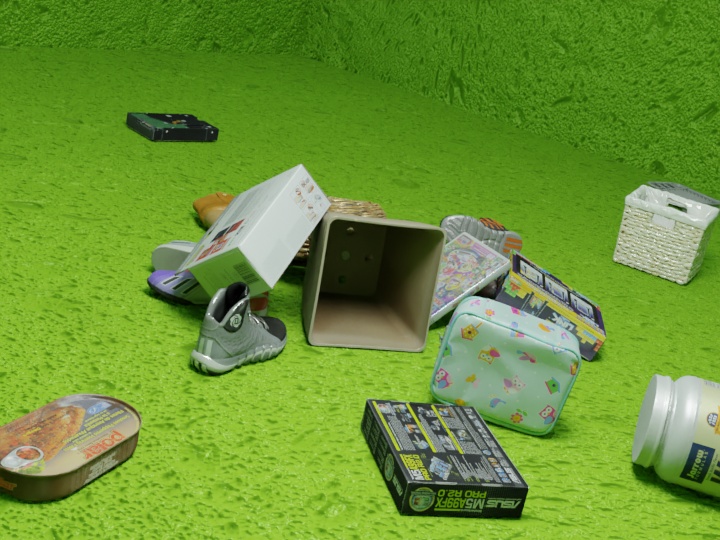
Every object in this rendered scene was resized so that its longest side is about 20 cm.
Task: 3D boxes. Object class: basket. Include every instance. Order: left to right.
[{"bbox_3d":[-0.054,-0.038,1.799,0.196,0.151,0.143,7,26,-19],"label":"basket"},{"bbox_3d":[0.712,-0.087,2.383,0.196,0.164,0.199,21,21,23],"label":"basket"}]

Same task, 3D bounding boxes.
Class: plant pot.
[{"bbox_3d":[0.000,0.000,1.643,0.196,0.204,0.177,5,15,-21],"label":"plant pot"}]

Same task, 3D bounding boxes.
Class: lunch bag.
[{"bbox_3d":[0.198,0.136,1.433,0.197,0.163,0.077,20,24,3],"label":"lunch bag"}]

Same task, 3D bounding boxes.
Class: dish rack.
[{"bbox_3d":[0.986,-0.219,3.117,0.169,0.044,0.199,-1,23,-37],"label":"dish rack"}]

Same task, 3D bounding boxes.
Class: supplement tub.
[{"bbox_3d":[0.477,0.227,1.367,0.196,0.148,0.145,15,19,10],"label":"supplement tub"}]

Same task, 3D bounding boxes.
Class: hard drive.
[{"bbox_3d":[-0.479,-0.366,2.603,0.198,0.039,0.139,-5,26,-44],"label":"hard drive"}]

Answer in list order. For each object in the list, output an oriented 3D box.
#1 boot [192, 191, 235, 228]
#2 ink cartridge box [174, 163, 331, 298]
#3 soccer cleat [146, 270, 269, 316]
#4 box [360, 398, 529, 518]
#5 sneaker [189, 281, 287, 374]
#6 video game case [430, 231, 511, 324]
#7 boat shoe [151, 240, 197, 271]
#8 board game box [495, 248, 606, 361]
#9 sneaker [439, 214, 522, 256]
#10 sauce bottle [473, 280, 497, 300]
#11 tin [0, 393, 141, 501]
[{"bbox_3d":[-0.221,-0.115,2.002,0.198,0.072,0.144,-3,26,-25],"label":"boot"},{"bbox_3d":[-0.164,-0.048,1.549,0.174,0.084,0.201,-18,29,44],"label":"ink cartridge box"},{"bbox_3d":[-0.238,0.020,1.606,0.196,0.074,0.068,14,19,5],"label":"soccer cleat"},{"bbox_3d":[0.099,0.231,1.272,0.157,0.045,0.200,6,20,-18],"label":"box"},{"bbox_3d":[-0.159,0.068,1.454,0.074,0.118,0.199,20,21,23],"label":"sneaker"},{"bbox_3d":[0.146,0.016,1.780,0.198,0.018,0.143,-34,36,-14],"label":"video game case"},{"bbox_3d":[-0.246,-0.014,1.702,0.197,0.071,0.072,12,22,7],"label":"boat shoe"},{"bbox_3d":[0.334,0.058,1.804,0.198,0.057,0.166,33,21,-1],"label":"board game box"},{"bbox_3d":[0.248,-0.080,2.224,0.197,0.079,0.112,17,12,-21],"label":"sneaker"},{"bbox_3d":[0.204,0.019,1.910,0.198,0.067,0.066,26,22,22],"label":"sauce bottle"},{"bbox_3d":[-0.324,0.192,1.123,0.110,0.043,0.199,16,19,22],"label":"tin"}]
